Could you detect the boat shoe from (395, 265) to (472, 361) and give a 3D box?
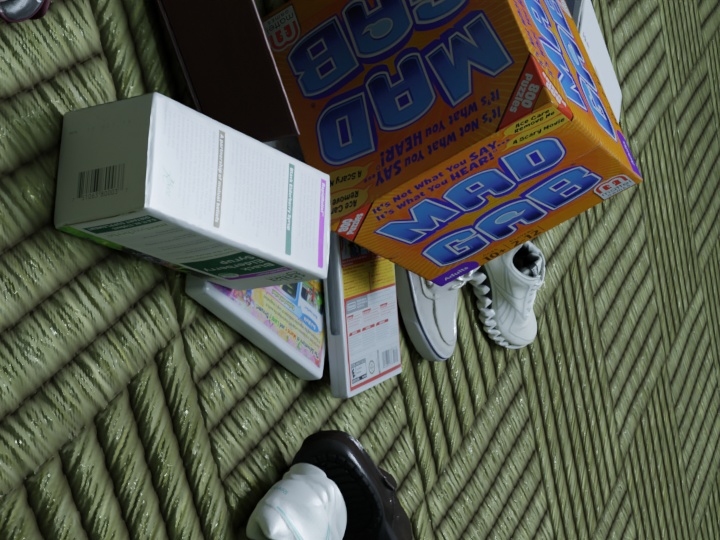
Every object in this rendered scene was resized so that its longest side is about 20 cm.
[{"bbox_3d":[0.073,-0.006,1.447,0.071,0.070,0.200,-44,125,-60],"label":"boat shoe"}]

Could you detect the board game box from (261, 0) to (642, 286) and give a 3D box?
[{"bbox_3d":[0.074,-0.137,1.228,0.200,0.200,0.200,26,40,-57],"label":"board game box"}]

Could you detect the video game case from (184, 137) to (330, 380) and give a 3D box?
[{"bbox_3d":[-0.070,-0.031,1.194,0.200,0.024,0.182,44,47,-57],"label":"video game case"}]

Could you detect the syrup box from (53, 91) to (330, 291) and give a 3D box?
[{"bbox_3d":[-0.106,-0.047,1.017,0.200,0.079,0.082,24,64,-54],"label":"syrup box"}]

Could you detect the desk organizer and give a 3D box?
[{"bbox_3d":[-0.091,-0.190,1.075,0.072,0.077,0.200,-43,119,-53],"label":"desk organizer"}]

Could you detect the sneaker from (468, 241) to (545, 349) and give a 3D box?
[{"bbox_3d":[0.164,0.016,1.635,0.200,0.081,0.075,61,32,-45],"label":"sneaker"}]

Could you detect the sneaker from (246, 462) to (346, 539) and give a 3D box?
[{"bbox_3d":[-0.044,0.253,1.168,0.080,0.070,0.201,-32,114,-46],"label":"sneaker"}]

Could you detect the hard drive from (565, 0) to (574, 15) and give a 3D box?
[{"bbox_3d":[0.097,-0.263,1.386,0.042,0.200,0.135,88,13,-52],"label":"hard drive"}]

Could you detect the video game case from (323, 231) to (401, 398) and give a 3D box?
[{"bbox_3d":[0.000,0.000,1.305,0.143,0.017,0.200,-14,101,-69],"label":"video game case"}]

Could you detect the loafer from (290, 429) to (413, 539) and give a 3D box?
[{"bbox_3d":[-0.006,0.189,1.256,0.200,0.073,0.071,68,20,-45],"label":"loafer"}]

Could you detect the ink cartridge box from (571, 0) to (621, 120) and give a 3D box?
[{"bbox_3d":[0.139,-0.180,1.465,0.145,0.200,0.085,61,35,-43],"label":"ink cartridge box"}]

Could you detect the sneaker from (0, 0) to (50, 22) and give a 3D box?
[{"bbox_3d":[-0.220,-0.195,0.831,0.200,0.076,0.116,27,64,-63],"label":"sneaker"}]
